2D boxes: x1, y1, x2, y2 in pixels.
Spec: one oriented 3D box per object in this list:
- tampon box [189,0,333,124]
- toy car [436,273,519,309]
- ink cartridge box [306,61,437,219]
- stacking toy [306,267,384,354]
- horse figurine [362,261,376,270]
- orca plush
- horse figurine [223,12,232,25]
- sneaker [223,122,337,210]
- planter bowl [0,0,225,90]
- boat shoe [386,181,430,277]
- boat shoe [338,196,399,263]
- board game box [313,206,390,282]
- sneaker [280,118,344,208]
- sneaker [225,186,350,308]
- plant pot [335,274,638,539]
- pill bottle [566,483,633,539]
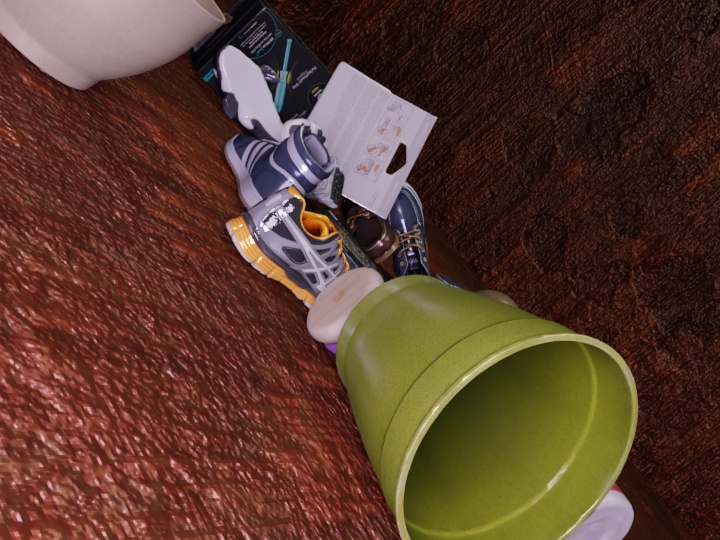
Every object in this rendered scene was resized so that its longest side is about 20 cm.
[{"bbox_3d":[-0.151,-0.323,1.277,0.200,0.150,0.126,42,12,-36],"label":"tampon box"},{"bbox_3d":[0.170,0.090,1.089,0.200,0.158,0.164,53,2,23],"label":"toy car"},{"bbox_3d":[-0.002,-0.195,1.212,0.176,0.200,0.045,30,-19,-7],"label":"ink cartridge box"},{"bbox_3d":[0.039,0.091,0.763,0.200,0.085,0.085,48,9,-26],"label":"stacking toy"},{"bbox_3d":[0.055,0.088,0.911,0.200,0.050,0.133,48,10,-6],"label":"horse figurine"},{"bbox_3d":[-0.166,-0.257,1.207,0.200,0.105,0.071,38,-17,-37],"label":"orca plush"},{"bbox_3d":[-0.294,-0.406,1.160,0.200,0.050,0.133,26,1,-33],"label":"horse figurine"},{"bbox_3d":[-0.095,-0.133,0.926,0.070,0.108,0.200,43,11,-33],"label":"sneaker"},{"bbox_3d":[-0.232,-0.240,0.659,0.200,0.135,0.200,47,9,-10],"label":"planter bowl"},{"bbox_3d":[0.080,-0.045,1.280,0.091,0.071,0.200,-105,-178,-64],"label":"boat shoe"},{"bbox_3d":[0.003,-0.067,1.222,0.070,0.070,0.200,53,0,-21],"label":"boat shoe"},{"bbox_3d":[0.000,0.000,1.066,0.200,0.028,0.135,49,10,-1],"label":"board game box"},{"bbox_3d":[-0.080,-0.140,1.054,0.081,0.075,0.200,10,-16,14],"label":"sneaker"},{"bbox_3d":[-0.046,-0.014,0.786,0.078,0.077,0.200,54,10,34],"label":"sneaker"},{"bbox_3d":[0.076,0.098,0.626,0.200,0.200,0.193,42,1,-34],"label":"plant pot"},{"bbox_3d":[0.208,0.222,0.892,0.111,0.111,0.200,41,13,-39],"label":"pill bottle"}]
